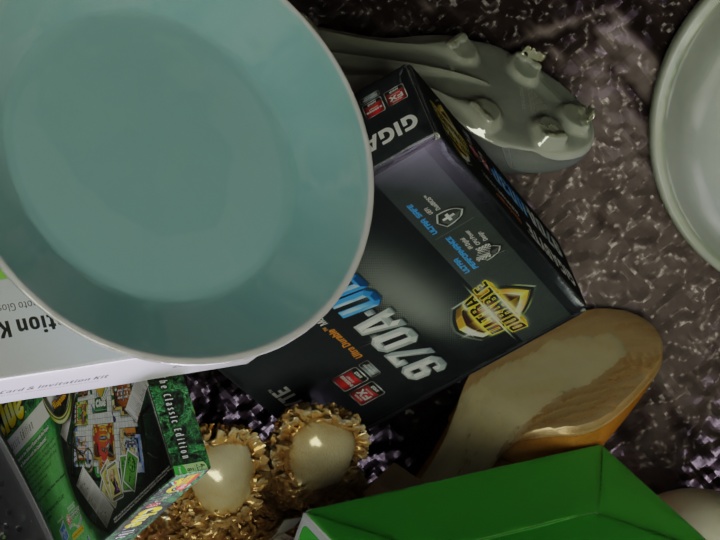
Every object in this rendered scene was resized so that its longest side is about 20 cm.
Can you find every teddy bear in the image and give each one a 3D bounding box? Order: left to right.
[{"bbox_3d":[-0.062,0.116,1.399,0.144,0.067,0.200,-24,157,-8],"label":"teddy bear"}]

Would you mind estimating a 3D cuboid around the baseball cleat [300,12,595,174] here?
[{"bbox_3d":[0.009,-0.070,1.375,0.199,0.070,0.107,13,138,-20],"label":"baseball cleat"}]

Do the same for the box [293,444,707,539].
[{"bbox_3d":[0.049,0.194,1.357,0.199,0.097,0.177,-10,131,-40],"label":"box"}]

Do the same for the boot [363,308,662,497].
[{"bbox_3d":[0.073,0.118,1.454,0.201,0.071,0.144,-36,146,-24],"label":"boot"}]

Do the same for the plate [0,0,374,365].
[{"bbox_3d":[-0.087,-0.051,1.207,0.199,0.201,0.026,26,149,-16],"label":"plate"}]

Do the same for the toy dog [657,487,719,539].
[{"bbox_3d":[0.216,0.132,1.439,0.200,0.140,0.194,-36,112,11],"label":"toy dog"}]

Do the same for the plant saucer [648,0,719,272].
[{"bbox_3d":[0.243,-0.069,1.403,0.199,0.050,0.201,-2,113,-5],"label":"plant saucer"}]

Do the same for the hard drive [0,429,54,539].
[{"bbox_3d":[-0.233,0.096,1.361,0.135,0.042,0.200,-37,70,6],"label":"hard drive"}]

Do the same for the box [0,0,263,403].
[{"bbox_3d":[-0.136,-0.048,1.219,0.155,0.041,0.201,-8,74,-30],"label":"box"}]

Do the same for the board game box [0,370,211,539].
[{"bbox_3d":[-0.125,0.076,1.315,0.023,0.200,0.105,-13,74,-29],"label":"board game box"}]

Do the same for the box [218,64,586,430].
[{"bbox_3d":[0.000,0.000,1.345,0.158,0.046,0.200,-29,147,11],"label":"box"}]
